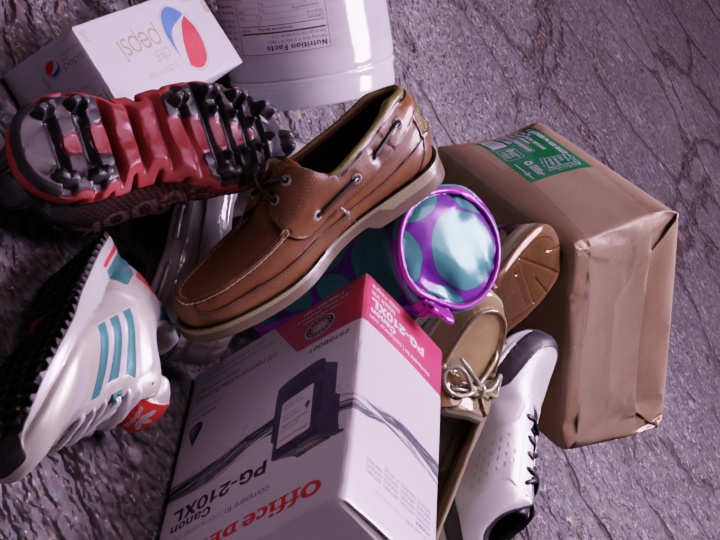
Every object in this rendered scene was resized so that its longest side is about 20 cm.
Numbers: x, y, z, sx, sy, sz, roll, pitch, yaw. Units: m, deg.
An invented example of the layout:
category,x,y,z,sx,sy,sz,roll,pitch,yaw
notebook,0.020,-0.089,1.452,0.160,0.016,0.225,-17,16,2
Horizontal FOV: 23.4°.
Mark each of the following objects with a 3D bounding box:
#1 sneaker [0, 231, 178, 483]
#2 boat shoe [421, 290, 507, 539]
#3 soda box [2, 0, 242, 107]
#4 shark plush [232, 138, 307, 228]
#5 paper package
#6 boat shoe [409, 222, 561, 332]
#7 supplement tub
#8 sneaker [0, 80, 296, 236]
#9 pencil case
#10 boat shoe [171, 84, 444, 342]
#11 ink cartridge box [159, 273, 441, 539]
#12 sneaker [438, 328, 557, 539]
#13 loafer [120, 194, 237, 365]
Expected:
category,x,y,z,sx,sy,sz,roll,pitch,yaw
sneaker,-0.144,0.061,0.949,0.093,0.070,0.200,46,25,-18
boat shoe,0.052,0.110,1.141,0.073,0.202,0.063,22,6,-45
soda box,-0.154,-0.135,1.160,0.068,0.063,0.200,58,23,-5
shark plush,-0.059,-0.061,1.212,0.200,0.083,0.092,162,-71,-76
paper package,0.150,0.007,1.367,0.200,0.103,0.192,42,-41,51
boat shoe,0.057,0.029,1.213,0.200,0.072,0.072,-44,131,-29
supplement tub,-0.049,-0.231,1.314,0.132,0.131,0.201,-45,128,-66
sneaker,-0.135,-0.066,1.045,0.199,0.098,0.071,-8,75,-39
pencil case,0.000,0.000,1.147,0.085,0.199,0.093,30,65,-29
boat shoe,-0.040,-0.039,1.036,0.200,0.072,0.068,-40,125,-24
ink cartridge box,-0.033,0.119,1.015,0.084,0.144,0.201,46,27,-25
sneaker,0.102,0.136,1.229,0.201,0.080,0.074,-64,148,-17
loafer,-0.117,-0.033,1.106,0.069,0.070,0.201,11,49,-20
